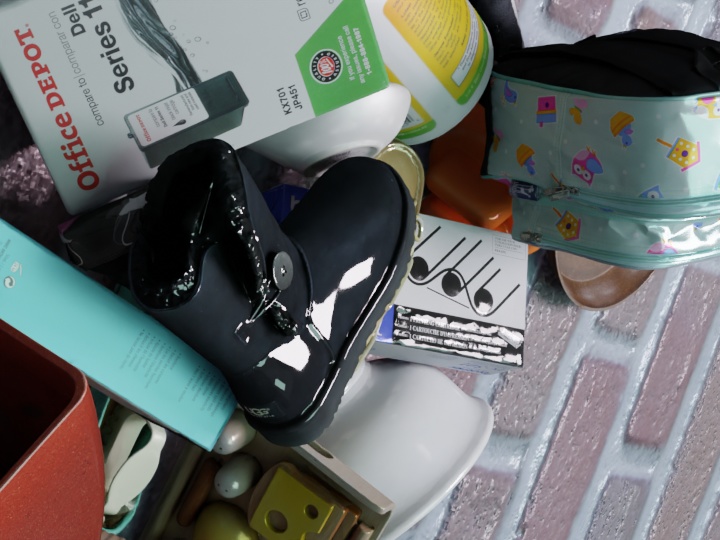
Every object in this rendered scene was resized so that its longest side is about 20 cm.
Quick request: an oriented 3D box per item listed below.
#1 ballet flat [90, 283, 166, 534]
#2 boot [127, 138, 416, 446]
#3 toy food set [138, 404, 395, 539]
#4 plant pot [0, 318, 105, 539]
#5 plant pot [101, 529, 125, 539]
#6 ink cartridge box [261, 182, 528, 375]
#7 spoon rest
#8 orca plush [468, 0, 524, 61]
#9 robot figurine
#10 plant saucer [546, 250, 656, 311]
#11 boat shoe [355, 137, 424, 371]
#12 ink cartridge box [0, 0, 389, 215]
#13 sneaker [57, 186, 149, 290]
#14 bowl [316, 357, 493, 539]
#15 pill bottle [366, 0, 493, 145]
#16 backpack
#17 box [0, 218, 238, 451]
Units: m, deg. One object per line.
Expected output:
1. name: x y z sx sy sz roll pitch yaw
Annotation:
1. ballet flat: -0.138 0.080 1.144 0.067 0.070 0.201 20 92 -51
2. boot: -0.045 -0.023 1.014 0.168 0.076 0.201 57 46 -47
3. toy food set: -0.078 0.177 1.160 0.060 0.143 0.201 -35 157 -56
4. plant pot: -0.250 0.128 0.953 0.200 0.199 0.177 -50 152 -20
5. plant pot: -0.200 0.209 1.081 0.200 0.201 0.093 -28 91 -39
6. ink cartridge box: 0.021 0.009 1.209 0.199 0.044 0.095 12 74 -31
7. spoon rest: -0.064 -0.082 1.110 0.199 0.061 0.099 -17 169 -12
8. orca plush: 0.062 -0.223 1.255 0.200 0.071 0.106 69 11 -47
9. robot figurine: 0.129 -0.088 1.342 0.200 0.116 0.144 -39 119 -30
10. plant saucer: 0.214 -0.065 1.518 0.200 0.034 0.201 -27 128 -40
11. boat shoe: -0.002 -0.001 1.130 0.073 0.063 0.201 39 63 -20
12. ink cartridge box: -0.102 -0.138 0.994 0.199 0.083 0.147 -23 131 -3
13. sneaker: -0.099 0.000 1.062 0.200 0.080 0.087 6 63 -66
14. bowl: -0.014 0.120 1.249 0.201 0.201 0.091 -42 104 -28
15. pill bottle: -0.004 -0.173 1.139 0.111 0.111 0.200 -59 142 -10
16. backpack: 0.192 -0.082 1.189 0.175 0.200 0.154 -9 99 -34
17. box: -0.163 0.029 1.027 0.200 0.082 0.049 36 79 -31
